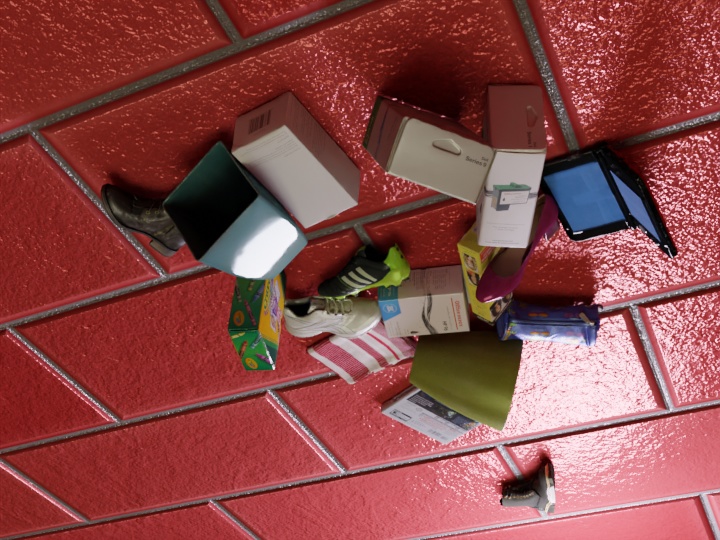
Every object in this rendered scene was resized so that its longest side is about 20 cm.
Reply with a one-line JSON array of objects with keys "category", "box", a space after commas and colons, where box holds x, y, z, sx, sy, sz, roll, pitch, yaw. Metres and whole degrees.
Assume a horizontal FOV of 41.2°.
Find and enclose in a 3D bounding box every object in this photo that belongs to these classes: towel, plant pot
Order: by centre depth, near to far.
[{"category": "plant pot", "box": [-0.184, -0.078, 1.544, 0.141, 0.142, 0.199, -45, 146, 9]}, {"category": "plant pot", "box": [0.198, 0.193, 1.852, 0.196, 0.189, 0.189, 14, 141, 5]}, {"category": "towel", "box": [0.005, 0.161, 1.933, 0.198, 0.023, 0.143, -28, 130, 32]}]

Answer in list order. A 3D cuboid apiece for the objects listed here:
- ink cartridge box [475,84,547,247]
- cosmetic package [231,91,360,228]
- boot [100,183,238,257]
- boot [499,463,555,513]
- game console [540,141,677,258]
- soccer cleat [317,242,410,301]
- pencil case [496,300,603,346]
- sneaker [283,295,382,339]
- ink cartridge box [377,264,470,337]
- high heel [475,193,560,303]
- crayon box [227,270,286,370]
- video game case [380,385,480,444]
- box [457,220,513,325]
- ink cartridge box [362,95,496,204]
[{"category": "ink cartridge box", "box": [0.223, -0.157, 1.443, 0.082, 0.148, 0.202, 2, 140, 2]}, {"category": "cosmetic package", "box": [-0.097, -0.169, 1.503, 0.111, 0.082, 0.200, -20, 136, 26]}, {"category": "boot", "box": [-0.313, -0.115, 1.604, 0.172, 0.070, 0.199, -28, 135, 25]}, {"category": "boot", "box": [0.400, 0.528, 2.304, 0.135, 0.079, 0.202, 1, 139, 11]}, {"category": "game console", "box": [0.394, -0.093, 1.536, 0.118, 0.173, 0.200, -37, 131, 5]}, {"category": "soccer cleat", "box": [0.000, 0.000, 1.717, 0.197, 0.067, 0.082, -14, 107, 33]}, {"category": "pencil case", "box": [0.352, 0.096, 1.785, 0.195, 0.080, 0.087, 3, 169, -1]}, {"category": "sneaker", "box": [-0.055, 0.081, 1.791, 0.195, 0.076, 0.087, -7, 151, 10]}, {"category": "ink cartridge box", "box": [0.137, 0.057, 1.762, 0.195, 0.069, 0.117, -6, 140, 11]}, {"category": "high heel", "box": [0.250, -0.039, 1.576, 0.067, 0.201, 0.096, 35, 171, 34]}, {"category": "crayon box", "box": [-0.179, 0.058, 1.682, 0.057, 0.203, 0.120, -4, 141, 10]}, {"category": "video game case", "box": [0.174, 0.302, 2.088, 0.198, 0.024, 0.181, 30, 134, -27]}, {"category": "box", "box": [0.221, 0.003, 1.680, 0.050, 0.075, 0.202, 26, 151, 34]}, {"category": "ink cartridge box", "box": [0.094, -0.177, 1.377, 0.143, 0.200, 0.089, 17, 103, -15]}]
